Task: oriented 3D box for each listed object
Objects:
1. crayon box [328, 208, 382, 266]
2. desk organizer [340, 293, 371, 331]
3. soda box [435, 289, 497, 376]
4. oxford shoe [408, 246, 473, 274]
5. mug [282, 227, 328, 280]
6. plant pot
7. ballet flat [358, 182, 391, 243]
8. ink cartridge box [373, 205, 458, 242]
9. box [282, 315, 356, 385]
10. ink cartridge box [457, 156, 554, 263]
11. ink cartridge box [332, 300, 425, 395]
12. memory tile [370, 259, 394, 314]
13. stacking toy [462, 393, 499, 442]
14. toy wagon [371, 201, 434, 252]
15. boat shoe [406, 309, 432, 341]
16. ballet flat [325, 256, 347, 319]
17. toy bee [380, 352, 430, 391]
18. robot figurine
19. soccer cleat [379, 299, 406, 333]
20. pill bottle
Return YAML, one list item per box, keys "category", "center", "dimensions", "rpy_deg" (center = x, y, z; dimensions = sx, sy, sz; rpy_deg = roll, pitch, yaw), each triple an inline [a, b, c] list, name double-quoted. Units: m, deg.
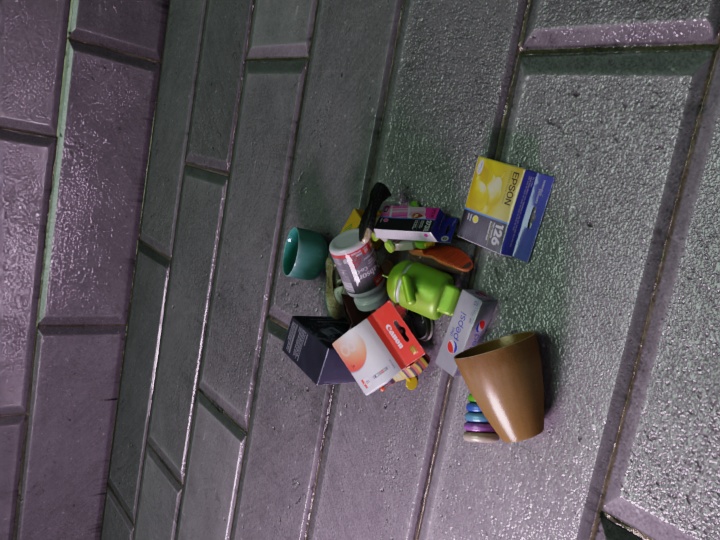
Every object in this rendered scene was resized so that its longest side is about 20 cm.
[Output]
- category: "crayon box"
  center: [0.008, -0.100, 1.747]
  dimensions: [0.201, 0.125, 0.051]
  rpy_deg: [-57, 49, 29]
- category: "desk organizer"
  center: [-0.010, 0.154, 1.721]
  dimensions: [0.072, 0.076, 0.201]
  rpy_deg: [-63, 29, 26]
- category: "soda box"
  center: [0.251, 0.149, 1.486]
  dimensions: [0.068, 0.063, 0.203]
  rpy_deg: [33, 113, 43]
- category: "oxford shoe"
  center: [0.204, -0.019, 1.569]
  dimensions: [0.199, 0.071, 0.074]
  rpy_deg: [25, 133, 46]
- category: "mug"
  center: [-0.166, -0.063, 1.950]
  dimensions: [0.152, 0.112, 0.189]
  rpy_deg: [144, 133, -58]
- category: "plant pot"
  center: [0.316, 0.255, 1.334]
  dimensions: [0.185, 0.184, 0.204]
  rpy_deg: [-22, 84, 47]
- category: "ballet flat"
  center: [0.039, -0.149, 1.612]
  dimensions: [0.066, 0.056, 0.202]
  rpy_deg: [-42, 24, 52]
- category: "ink cartridge box"
  center: [0.139, -0.117, 1.561]
  dimensions: [0.196, 0.095, 0.037]
  rpy_deg: [7, 137, 22]
- category: "box"
  center: [-0.085, 0.224, 1.780]
  dimensions: [0.199, 0.194, 0.119]
  rpy_deg: [34, 112, 45]
- category: "ink cartridge box"
  center: [0.327, -0.144, 1.434]
  dimensions: [0.199, 0.046, 0.201]
  rpy_deg: [29, 108, 50]
- category: "ink cartridge box"
  center: [0.043, 0.198, 1.564]
  dimensions: [0.199, 0.050, 0.163]
  rpy_deg: [-40, 81, 34]
- category: "memory tile"
  center: [0.039, 0.071, 1.781]
  dimensions: [0.199, 0.017, 0.156]
  rpy_deg: [-29, 66, 45]
- category: "stacking toy"
  center: [0.278, 0.291, 1.441]
  dimensions: [0.085, 0.084, 0.204]
  rpy_deg: [-11, 74, 48]
- category: "toy wagon"
  center: [0.123, -0.101, 1.604]
  dimensions: [0.200, 0.154, 0.040]
  rpy_deg: [40, 157, 43]
- category: "boat shoe"
  center: [0.132, 0.091, 1.632]
  dimensions: [0.072, 0.067, 0.203]
  rpy_deg: [-35, 63, 39]
- category: "ballet flat"
  center: [-0.068, 0.042, 1.862]
  dimensions: [0.065, 0.070, 0.204]
  rpy_deg: [-23, 64, 37]
- category: "toy bee"
  center: [0.094, 0.270, 1.634]
  dimensions: [0.130, 0.109, 0.200]
  rpy_deg: [36, 146, -3]
- category: "robot figurine"
  center: [0.151, 0.046, 1.530]
  dimensions: [0.197, 0.175, 0.118]
  rpy_deg: [22, 93, 25]
- category: "soccer cleat"
  center: [0.075, 0.149, 1.646]
  dimensions: [0.067, 0.075, 0.202]
  rpy_deg: [56, 154, 34]
- category: "pill bottle"
  center: [0.000, 0.000, 1.673]
  dimensions: [0.115, 0.115, 0.202]
  rpy_deg: [15, 135, 49]
